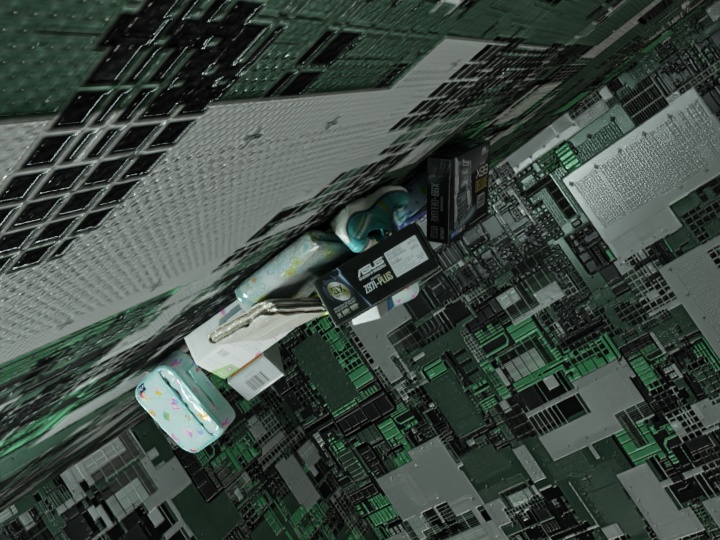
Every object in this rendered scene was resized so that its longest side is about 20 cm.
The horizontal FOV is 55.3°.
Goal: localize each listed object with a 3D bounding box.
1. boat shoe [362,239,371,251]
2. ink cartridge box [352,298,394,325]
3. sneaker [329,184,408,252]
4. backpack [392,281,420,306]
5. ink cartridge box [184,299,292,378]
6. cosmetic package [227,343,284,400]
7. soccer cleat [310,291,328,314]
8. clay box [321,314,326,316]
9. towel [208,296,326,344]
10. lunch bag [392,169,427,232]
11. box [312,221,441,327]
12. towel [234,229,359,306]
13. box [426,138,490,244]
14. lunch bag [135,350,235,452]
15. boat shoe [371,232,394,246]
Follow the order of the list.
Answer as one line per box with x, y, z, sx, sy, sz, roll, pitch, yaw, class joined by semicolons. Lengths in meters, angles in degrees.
-0.064;-0.019;1.310;0.199;0.075;0.068;-33;180;1;boat shoe
0.000;0.000;1.450;0.066;0.203;0.116;-16;-176;20;ink cartridge box
0.023;-0.086;1.161;0.077;0.080;0.199;-37;178;42;sneaker
0.032;0.006;1.599;0.198;0.154;0.177;-22;135;3;backpack
-0.223;0.114;1.331;0.199;0.068;0.117;-35;151;2;ink cartridge box
-0.235;0.169;1.481;0.101;0.071;0.201;-36;-146;7;cosmetic package
-0.118;0.060;1.467;0.197;0.068;0.081;0;-157;20;soccer cleat
-0.093;0.040;1.598;0.047;0.117;0.200;-11;-179;8;clay box
-0.160;0.090;1.187;0.131;0.035;0.199;0;160;-43;towel
0.119;-0.144;1.451;0.160;0.083;0.200;-38;180;-12;lunch bag
0.034;0.007;1.179;0.198;0.087;0.164;-31;176;8;box
-0.101;-0.004;1.171;0.171;0.048;0.199;-40;165;18;towel
0.190;-0.157;1.320;0.049;0.160;0.199;11;-156;29;box
-0.361;0.269;1.411;0.160;0.200;0.077;-36;-172;39;lunch bag
0.047;-0.053;1.412;0.072;0.199;0.059;-56;-144;6;boat shoe
